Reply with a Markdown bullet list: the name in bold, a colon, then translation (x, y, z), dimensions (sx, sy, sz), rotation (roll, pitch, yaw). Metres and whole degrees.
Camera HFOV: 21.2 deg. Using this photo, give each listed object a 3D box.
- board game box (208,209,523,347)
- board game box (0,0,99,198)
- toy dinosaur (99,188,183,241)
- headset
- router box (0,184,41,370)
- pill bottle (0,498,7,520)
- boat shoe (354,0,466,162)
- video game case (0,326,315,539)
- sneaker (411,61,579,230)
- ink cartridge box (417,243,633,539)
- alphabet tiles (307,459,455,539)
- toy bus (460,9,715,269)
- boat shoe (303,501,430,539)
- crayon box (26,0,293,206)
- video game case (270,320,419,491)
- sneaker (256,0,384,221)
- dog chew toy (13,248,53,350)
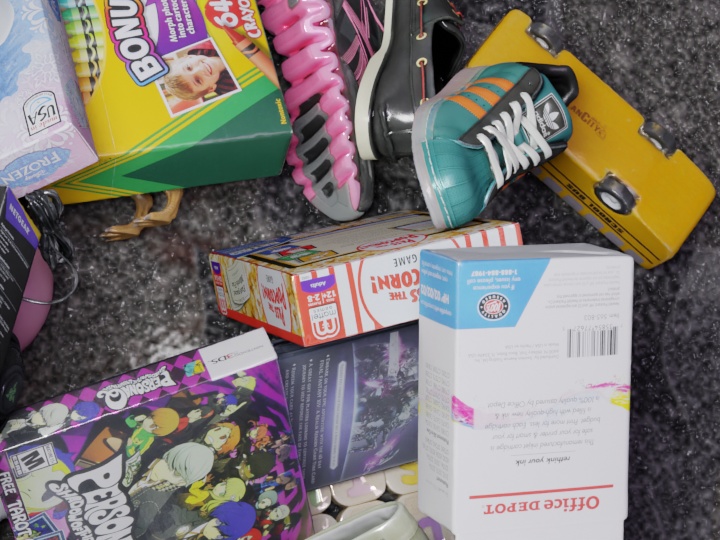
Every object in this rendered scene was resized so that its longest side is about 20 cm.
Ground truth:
- **board game box**: translation (0.000, 0.000, 1.238), dimensions (0.150, 0.200, 0.047), rotation (-13, 98, -17)
- **board game box**: translation (-0.274, -0.110, 1.183), dimensions (0.199, 0.043, 0.200), rotation (-24, 55, 6)
- **toy dinosaur**: translation (-0.142, -0.079, 1.291), dimensions (0.198, 0.060, 0.107), rotation (-3, 78, -16)
- **headset**: translation (-0.241, 0.036, 1.091), dimensions (0.123, 0.094, 0.200), rotation (35, 58, 26)
- **router box**: translation (-0.290, 0.031, 1.048), dimensions (0.198, 0.052, 0.158), rotation (2, 59, 18)
- **pill bottle**: translation (-0.299, 0.153, 1.171), dimensions (0.199, 0.111, 0.112), rotation (-22, 85, -18)
- **boat shoe**: translation (0.044, -0.154, 1.323), dimensions (0.062, 0.074, 0.202), rotation (-1, 47, 15)
- **video game case**: translation (-0.123, 0.145, 1.181), dimensions (0.180, 0.201, 0.036), rotation (-18, 39, -11)
- **sneaker**: translation (0.089, -0.090, 1.217), dimensions (0.079, 0.200, 0.072), rotation (-13, 112, 22)
- **ink cartridge box**: translation (0.096, 0.088, 1.141), dimensions (0.114, 0.068, 0.202), rotation (-2, 97, -19)
- **alphabet tiles**: translation (-0.037, 0.166, 1.293), dimensions (0.198, 0.015, 0.197), rotation (-11, 82, -18)
- **toy bus**: translation (0.158, -0.092, 1.367), dimensions (0.200, 0.078, 0.065), rotation (40, 72, -4)
- **boat shoe**: translation (-0.044, 0.194, 1.177), dimensions (0.199, 0.072, 0.062), rotation (-23, 104, 15)
- **crayon box**: translation (-0.153, -0.150, 1.273), dimensions (0.171, 0.058, 0.201), rotation (-8, 62, -17)
- **video game case**: translation (-0.014, 0.088, 1.242), dimensions (0.198, 0.144, 0.019), rotation (-14, 48, -19)
- **sneaker**: translation (-0.009, -0.136, 1.340), dimensions (0.095, 0.079, 0.202), rotation (-7, 85, -38)
- **dog chew toy**: translation (-0.293, 0.030, 1.199), dimensions (0.199, 0.125, 0.125), rotation (-34, 89, -11)
